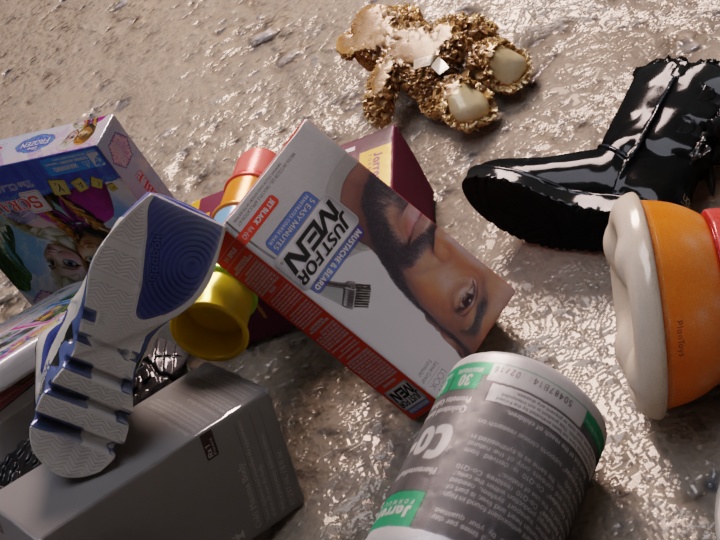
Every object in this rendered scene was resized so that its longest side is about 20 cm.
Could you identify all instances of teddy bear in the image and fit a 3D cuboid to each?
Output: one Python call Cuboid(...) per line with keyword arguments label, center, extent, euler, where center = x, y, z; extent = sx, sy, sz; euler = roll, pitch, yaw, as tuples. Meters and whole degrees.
Cuboid(label="teddy bear", center=(0.068, -0.181, 1.372), extent=(0.199, 0.067, 0.146), euler=(11, 64, 36))

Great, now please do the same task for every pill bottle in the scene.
Cuboid(label="pill bottle", center=(0.069, 0.160, 0.936), extent=(0.112, 0.113, 0.201), euler=(1, 48, 38))

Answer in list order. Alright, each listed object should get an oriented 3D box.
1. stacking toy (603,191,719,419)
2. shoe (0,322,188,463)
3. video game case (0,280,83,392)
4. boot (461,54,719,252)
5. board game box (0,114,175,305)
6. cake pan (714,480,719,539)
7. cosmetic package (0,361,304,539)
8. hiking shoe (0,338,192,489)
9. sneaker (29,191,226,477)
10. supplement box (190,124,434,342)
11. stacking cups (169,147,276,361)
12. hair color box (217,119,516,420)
Cuboid(label="stacking toy", center=(0.262, 0.014, 0.973), extent=(0.198, 0.147, 0.147), euler=(-6, 41, 4))
Cuboid(label="shoe", center=(-0.231, 0.086, 1.213), extent=(0.199, 0.072, 0.091), euler=(-35, 30, -1))
Cuboid(label="video game case", center=(-0.263, 0.053, 1.224), extent=(0.199, 0.024, 0.181), euler=(-35, 14, -38))
Cuboid(label="boot", center=(0.194, -0.095, 1.159), extent=(0.197, 0.074, 0.163), euler=(13, 59, 37))
Cuboid(label="board game box", center=(-0.243, -0.035, 1.323), extent=(0.198, 0.200, 0.041), euler=(-8, 43, 31))
Cuboid(label="cake pan", center=(0.300, 0.133, 0.851), extent=(0.199, 0.037, 0.201), euler=(-21, 39, 17))
Cuboid(label="cosmetic package", center=(-0.149, 0.163, 1.063), extent=(0.199, 0.108, 0.090), euler=(-35, 34, -31))
Cuboid(label="hiking shoe", center=(-0.190, 0.149, 1.131), extent=(0.200, 0.101, 0.076), euler=(-42, 43, -10))
Cuboid(label="sneaker", center=(-0.179, 0.036, 1.053), extent=(0.201, 0.080, 0.115), euler=(-63, 23, -3))
Cuboid(label="supplement box", center=(-0.043, -0.026, 1.252), extent=(0.198, 0.086, 0.111), euler=(-19, 38, 19))
Cuboid(label="stacking cups", center=(-0.091, -0.022, 1.165), extent=(0.060, 0.061, 0.201), euler=(-14, 38, 25))
Cuboid(label="hair color box", center=(0.000, 0.000, 1.100), extent=(0.111, 0.200, 0.064), euler=(-54, 6, -25))
